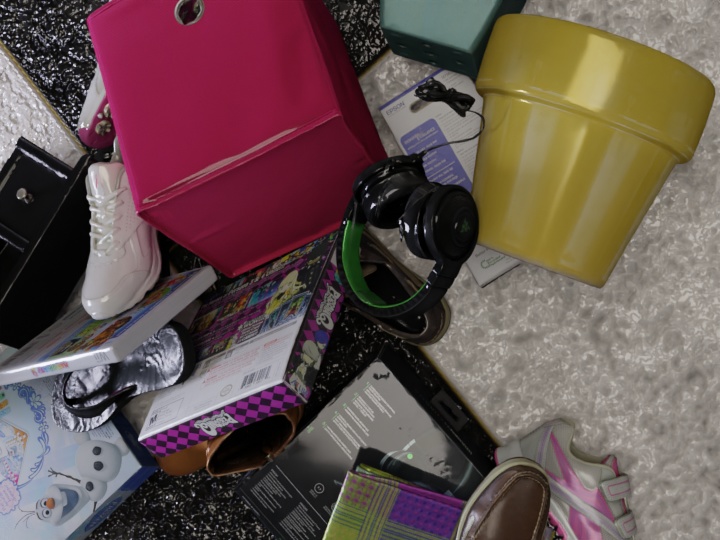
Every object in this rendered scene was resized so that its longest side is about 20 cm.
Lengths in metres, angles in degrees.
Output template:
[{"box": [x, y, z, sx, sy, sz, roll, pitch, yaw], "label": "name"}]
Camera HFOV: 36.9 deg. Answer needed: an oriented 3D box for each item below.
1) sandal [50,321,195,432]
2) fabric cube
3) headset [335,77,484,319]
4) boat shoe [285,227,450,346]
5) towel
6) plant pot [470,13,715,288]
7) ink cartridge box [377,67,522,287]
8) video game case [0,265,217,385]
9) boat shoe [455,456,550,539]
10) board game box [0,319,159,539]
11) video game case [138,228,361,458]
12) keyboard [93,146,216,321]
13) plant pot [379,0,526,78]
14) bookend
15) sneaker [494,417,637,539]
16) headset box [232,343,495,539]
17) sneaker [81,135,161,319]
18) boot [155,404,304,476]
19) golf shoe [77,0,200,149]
[{"box": [-0.236, 0.097, 1.004, 0.199, 0.048, 0.076, -28, 77, 34], "label": "sandal"}, {"box": [-0.102, -0.144, 0.977, 0.194, 0.200, 0.201, -23, 68, 10], "label": "fabric cube"}, {"box": [0.039, -0.057, 0.897, 0.123, 0.093, 0.202, 37, 106, 39], "label": "headset"}, {"box": [0.000, 0.000, 1.039, 0.199, 0.073, 0.075, 32, 94, 10], "label": "boat shoe"}, {"box": [0.060, 0.261, 0.955, 0.198, 0.023, 0.145, 18, 103, -8], "label": "towel"}, {"box": [0.179, -0.096, 0.931, 0.199, 0.201, 0.191, 21, 95, 11], "label": "plant pot"}, {"box": [0.106, -0.094, 1.040, 0.094, 0.037, 0.201, -30, 85, 8], "label": "ink cartridge box"}, {"box": [-0.243, 0.053, 1.012, 0.198, 0.143, 0.018, -14, 111, 40], "label": "video game case"}, {"box": [0.109, 0.259, 0.907, 0.074, 0.075, 0.204, 20, 102, -8], "label": "boat shoe"}, {"box": [-0.334, 0.188, 1.097, 0.199, 0.043, 0.200, -43, 70, 6], "label": "board game box"}, {"box": [-0.100, 0.066, 0.976, 0.199, 0.182, 0.036, -26, 122, 37], "label": "video game case"}, {"box": [-0.213, -0.031, 1.109, 0.125, 0.021, 0.203, -5, 88, 11], "label": "keyboard"}, {"box": [0.093, -0.293, 0.987, 0.140, 0.141, 0.202, 19, 88, 11], "label": "plant pot"}, {"box": [-0.368, -0.056, 1.089, 0.198, 0.092, 0.201, 30, 86, 22], "label": "bookend"}, {"box": [0.216, 0.218, 0.987, 0.088, 0.081, 0.200, -43, 82, 9], "label": "sneaker"}, {"box": [0.015, 0.193, 1.011, 0.200, 0.093, 0.174, -44, 89, 8], "label": "headset box"}, {"box": [-0.231, -0.051, 1.014, 0.077, 0.100, 0.202, -8, 52, 22], "label": "sneaker"}, {"box": [-0.125, 0.157, 1.010, 0.199, 0.156, 0.077, -33, 108, 11], "label": "boot"}, {"box": [-0.236, -0.221, 1.100, 0.091, 0.075, 0.201, 34, 93, 25], "label": "golf shoe"}]
